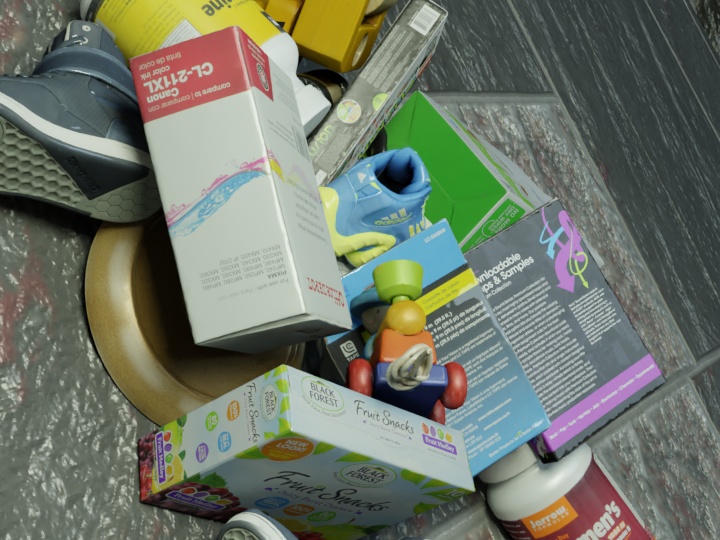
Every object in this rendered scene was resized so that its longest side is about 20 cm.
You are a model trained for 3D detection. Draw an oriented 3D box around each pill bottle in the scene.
[{"bbox_3d":[-0.122,-0.176,1.042,0.200,0.112,0.112,45,31,0],"label":"pill bottle"},{"bbox_3d":[0.188,0.221,1.202,0.200,0.110,0.110,53,30,-12],"label":"pill bottle"}]

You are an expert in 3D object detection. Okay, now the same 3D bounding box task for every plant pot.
[{"bbox_3d":[-0.112,0.026,0.955,0.200,0.027,0.200,20,61,-40],"label":"plant pot"}]

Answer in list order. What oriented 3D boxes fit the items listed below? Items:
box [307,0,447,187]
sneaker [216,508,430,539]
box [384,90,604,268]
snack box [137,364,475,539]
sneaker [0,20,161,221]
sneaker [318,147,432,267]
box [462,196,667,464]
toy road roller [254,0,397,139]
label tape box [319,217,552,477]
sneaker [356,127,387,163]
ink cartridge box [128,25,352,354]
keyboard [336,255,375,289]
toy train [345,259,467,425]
[{"bbox_3d":[0.002,-0.139,1.126,0.035,0.200,0.110,34,-12,3],"label":"box"},{"bbox_3d":[-0.014,0.217,0.917,0.202,0.077,0.146,60,40,-20],"label":"sneaker"},{"bbox_3d":[0.125,-0.066,1.305,0.176,0.097,0.200,31,17,-42],"label":"box"},{"bbox_3d":[-0.035,0.138,0.905,0.200,0.142,0.053,25,45,-45],"label":"snack box"},{"bbox_3d":[-0.236,-0.122,0.888,0.202,0.077,0.146,21,39,-38],"label":"sneaker"},{"bbox_3d":[0.033,-0.047,1.064,0.200,0.105,0.076,3,57,-58],"label":"sneaker"},{"bbox_3d":[0.171,0.052,1.156,0.143,0.036,0.200,-29,90,-26],"label":"box"},{"bbox_3d":[-0.061,-0.218,1.137,0.146,0.200,0.123,27,15,5],"label":"toy road roller"},{"bbox_3d":[0.048,0.078,1.069,0.144,0.063,0.200,-29,96,-19],"label":"label tape box"},{"bbox_3d":[0.000,-0.060,1.184,0.079,0.089,0.200,28,45,-42],"label":"sneaker"},{"bbox_3d":[-0.080,-0.048,0.892,0.146,0.083,0.200,32,44,-78],"label":"ink cartridge box"},{"bbox_3d":[0.000,0.000,1.085,0.200,0.011,0.056,14,47,-54],"label":"keyboard"},{"bbox_3d":[0.031,0.042,0.920,0.085,0.200,0.116,2,65,-9],"label":"toy train"}]
